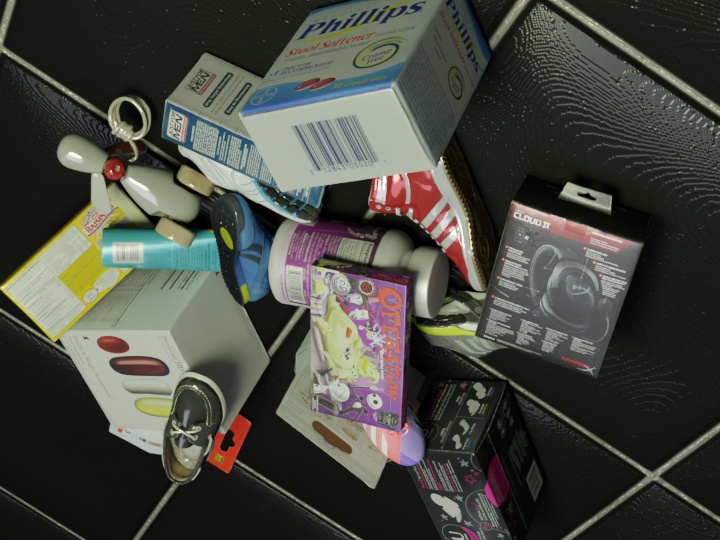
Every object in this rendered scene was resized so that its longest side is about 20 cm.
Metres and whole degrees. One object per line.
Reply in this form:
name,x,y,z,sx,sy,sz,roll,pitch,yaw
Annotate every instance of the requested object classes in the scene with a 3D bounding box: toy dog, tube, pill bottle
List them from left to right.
toy dog,-0.273,-0.113,1.549,0.200,0.132,0.096,48,172,-13
tube,-0.232,-0.027,1.608,0.199,0.051,0.078,2,140,-5
pill bottle,0.000,0.000,1.493,0.199,0.112,0.113,10,134,19

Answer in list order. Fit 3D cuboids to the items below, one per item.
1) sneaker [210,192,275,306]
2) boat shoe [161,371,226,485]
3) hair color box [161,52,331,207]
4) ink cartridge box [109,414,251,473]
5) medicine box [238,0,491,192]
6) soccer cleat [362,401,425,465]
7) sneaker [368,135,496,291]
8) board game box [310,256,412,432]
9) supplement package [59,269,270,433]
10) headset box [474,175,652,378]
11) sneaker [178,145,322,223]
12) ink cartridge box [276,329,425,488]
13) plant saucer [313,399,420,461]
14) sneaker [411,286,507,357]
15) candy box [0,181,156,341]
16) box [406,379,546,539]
sneaker,-0.135,-0.038,1.551,0.066,0.078,0.201,51,159,30
boat shoe,-0.224,0.208,1.624,0.074,0.060,0.200,25,139,4
hair color box,-0.113,-0.159,1.412,0.199,0.100,0.061,25,138,5
ink cartridge box,-0.280,0.239,1.910,0.199,0.050,0.163,31,137,4
medicine box,0.008,-0.186,1.249,0.181,0.200,0.103,-6,129,32
soccer cleat,0.027,0.149,1.520,0.201,0.066,0.076,66,163,-3
sneaker,0.080,-0.061,1.423,0.112,0.071,0.201,-8,118,28
board game box,-0.001,0.088,1.456,0.119,0.032,0.201,9,119,16
supplement package,-0.267,0.104,1.705,0.199,0.147,0.192,-2,129,30
headset box,0.224,-0.001,1.376,0.148,0.077,0.201,18,121,11
sneaker,-0.134,-0.119,1.494,0.200,0.075,0.087,37,147,0
ink cartridge box,-0.019,0.163,1.588,0.162,0.200,0.057,39,140,-10
plant saucer,-0.006,0.204,1.744,0.199,0.035,0.201,16,136,16
sneaker,0.160,0.068,1.514,0.199,0.074,0.081,9,149,23
candy box,-0.362,-0.012,1.631,0.102,0.200,0.026,49,173,-18
box,0.150,0.257,1.638,0.114,0.132,0.201,-1,130,31
